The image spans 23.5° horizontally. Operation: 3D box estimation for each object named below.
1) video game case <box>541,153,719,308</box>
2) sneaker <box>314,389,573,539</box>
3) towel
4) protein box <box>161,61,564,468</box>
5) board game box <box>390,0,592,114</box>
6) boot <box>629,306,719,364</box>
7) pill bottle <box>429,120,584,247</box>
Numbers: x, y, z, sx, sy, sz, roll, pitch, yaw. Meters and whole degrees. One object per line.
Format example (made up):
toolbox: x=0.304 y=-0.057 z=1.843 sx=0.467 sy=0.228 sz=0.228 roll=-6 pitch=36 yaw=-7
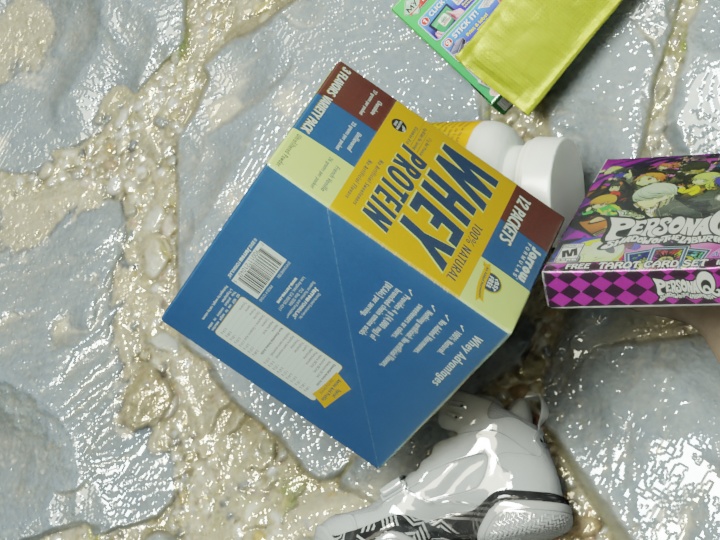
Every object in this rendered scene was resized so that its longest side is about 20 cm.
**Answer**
video game case: x=0.249 y=-0.032 z=1.229 sx=0.200 sy=0.181 sz=0.036 roll=-1 pitch=118 yaw=26
sneaker: x=0.058 y=0.157 z=1.313 sx=0.200 sy=0.075 sz=0.115 roll=-11 pitch=70 yaw=18
towel: x=0.165 y=-0.224 z=1.368 sx=0.086 sy=0.018 sz=0.200 roll=42 pitch=96 yaw=29
protein box: x=0.000 y=0.000 z=1.257 sx=0.200 sy=0.135 sz=0.199 roll=35 pitch=135 yaw=-4
board game box: x=0.138 y=-0.244 z=1.413 sx=0.200 sy=0.029 sz=0.135 roll=-46 pitch=61 yaw=7
boot: x=0.283 y=0.064 z=1.231 sx=0.200 sy=0.070 sz=0.146 roll=-8 pitch=73 yaw=23
pill bottle: x=0.067 y=-0.060 z=1.346 sx=0.200 sy=0.113 sz=0.113 roll=1 pitch=76 yaw=26
